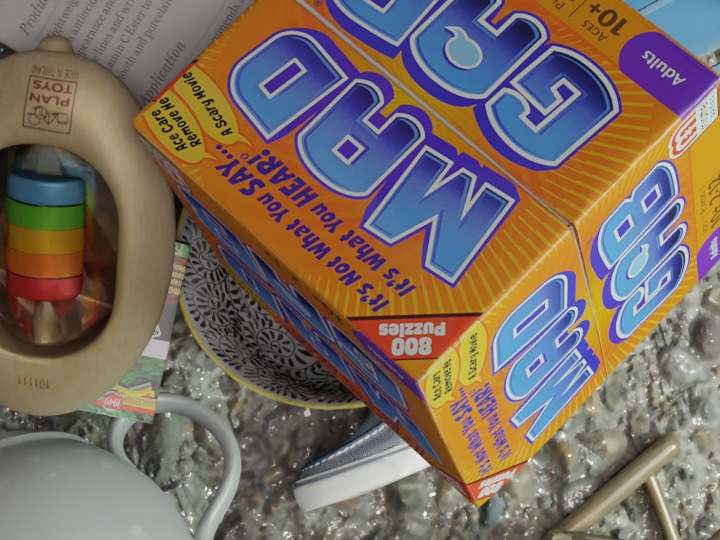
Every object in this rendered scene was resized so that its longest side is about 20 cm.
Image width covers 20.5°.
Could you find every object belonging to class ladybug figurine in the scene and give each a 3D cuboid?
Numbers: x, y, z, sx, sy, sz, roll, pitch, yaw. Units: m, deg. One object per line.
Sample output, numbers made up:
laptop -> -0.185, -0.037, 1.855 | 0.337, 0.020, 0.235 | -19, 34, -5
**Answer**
ladybug figurine -> -0.160, -0.025, 1.036 | 0.135, 0.072, 0.201 | 10, 108, 1

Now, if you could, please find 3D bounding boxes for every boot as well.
boot -> 0.039, 0.070, 1.209 | 0.200, 0.073, 0.091 | -24, 85, -8

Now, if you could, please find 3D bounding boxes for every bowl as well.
bowl -> 0.000, 0.000, 1.158 | 0.200, 0.094, 0.201 | -4, 67, 11

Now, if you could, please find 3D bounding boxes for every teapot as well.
teapot -> -0.191, 0.156, 1.134 | 0.197, 0.200, 0.146 | -42, 59, 27

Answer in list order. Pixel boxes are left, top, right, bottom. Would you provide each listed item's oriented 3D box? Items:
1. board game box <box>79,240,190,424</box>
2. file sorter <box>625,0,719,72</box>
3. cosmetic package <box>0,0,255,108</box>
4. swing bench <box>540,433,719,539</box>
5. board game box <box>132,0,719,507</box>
board game box -> -0.201, 0.015, 1.095 | 0.199, 0.023, 0.105 | 11, 95, -12
file sorter -> 0.135, -0.194, 1.142 | 0.139, 0.123, 0.200 | -27, 100, 17
cosmetic package -> -0.115, -0.202, 1.071 | 0.200, 0.165, 0.165 | 31, 121, -11
swing bench -> 0.144, 0.204, 1.166 | 0.200, 0.199, 0.130 | -23, 99, -6
board game box -> 0.045, -0.041, 1.005 | 0.200, 0.200, 0.200 | -45, 66, -9
